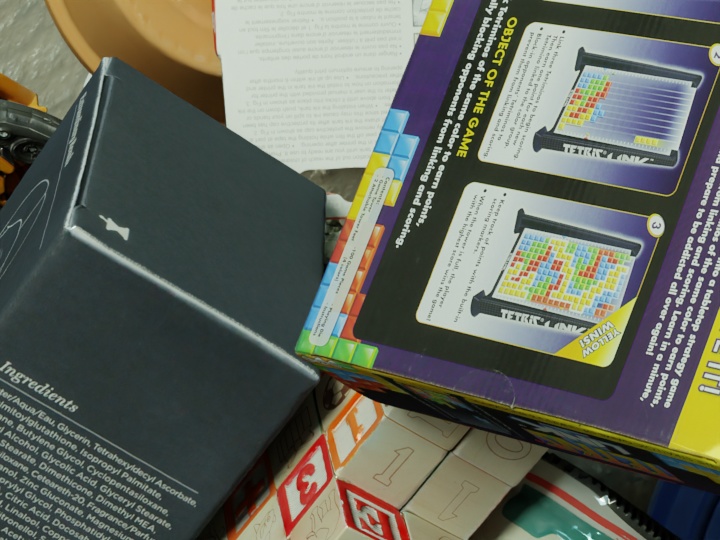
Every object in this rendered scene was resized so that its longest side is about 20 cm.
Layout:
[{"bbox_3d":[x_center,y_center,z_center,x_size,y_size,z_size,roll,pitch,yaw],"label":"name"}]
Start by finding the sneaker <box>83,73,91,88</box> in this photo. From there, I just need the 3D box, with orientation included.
[{"bbox_3d":[-0.061,-0.117,1.143,0.200,0.066,0.090,-51,42,-5],"label":"sneaker"}]

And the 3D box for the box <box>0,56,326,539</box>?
[{"bbox_3d":[-0.110,0.047,0.885,0.200,0.107,0.149,-52,16,24],"label":"box"}]

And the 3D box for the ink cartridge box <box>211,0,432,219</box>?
[{"bbox_3d":[-0.007,-0.123,0.946,0.050,0.109,0.201,-124,32,-81],"label":"ink cartridge box"}]

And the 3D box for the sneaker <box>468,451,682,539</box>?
[{"bbox_3d":[0.036,0.109,0.887,0.094,0.070,0.200,-59,29,-8],"label":"sneaker"}]

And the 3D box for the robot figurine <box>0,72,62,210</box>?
[{"bbox_3d":[-0.143,-0.018,1.044,0.145,0.200,0.058,-20,51,25],"label":"robot figurine"}]

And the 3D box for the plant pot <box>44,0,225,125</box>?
[{"bbox_3d":[-0.050,-0.156,1.034,0.200,0.200,0.140,-48,7,1],"label":"plant pot"}]

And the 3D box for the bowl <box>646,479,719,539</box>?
[{"bbox_3d":[0.192,0.103,0.815,0.200,0.039,0.201,-20,51,26],"label":"bowl"}]

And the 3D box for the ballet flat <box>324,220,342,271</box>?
[{"bbox_3d":[0.000,0.000,0.976,0.072,0.072,0.200,-55,17,-6],"label":"ballet flat"}]

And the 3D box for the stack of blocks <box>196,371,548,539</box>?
[{"bbox_3d":[0.001,0.080,0.832,0.200,0.058,0.115,-51,25,18],"label":"stack of blocks"}]

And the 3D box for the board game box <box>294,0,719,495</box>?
[{"bbox_3d":[0.089,-0.041,0.720,0.165,0.057,0.201,14,77,37],"label":"board game box"}]
